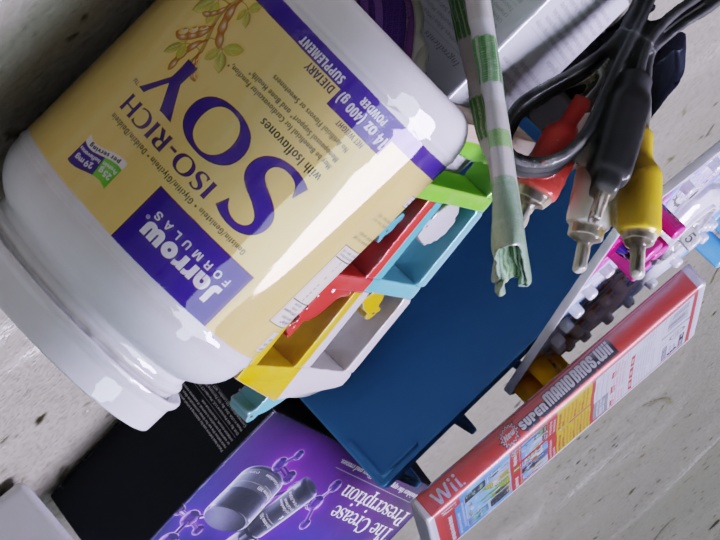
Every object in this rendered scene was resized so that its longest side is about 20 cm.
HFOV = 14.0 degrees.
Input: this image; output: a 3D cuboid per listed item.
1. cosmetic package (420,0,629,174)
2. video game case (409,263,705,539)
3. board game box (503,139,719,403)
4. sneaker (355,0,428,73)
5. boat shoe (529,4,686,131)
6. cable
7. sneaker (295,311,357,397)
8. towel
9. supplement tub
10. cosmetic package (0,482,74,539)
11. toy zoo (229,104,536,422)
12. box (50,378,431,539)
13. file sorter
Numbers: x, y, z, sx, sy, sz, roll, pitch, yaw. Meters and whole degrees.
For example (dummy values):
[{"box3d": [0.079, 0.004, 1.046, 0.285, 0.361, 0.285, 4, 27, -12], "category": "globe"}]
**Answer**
[{"box3d": [0.037, -0.102, 1.509, 0.200, 0.071, 0.101, -45, 162, 3], "category": "cosmetic package"}, {"box3d": [0.110, 0.081, 1.640, 0.200, 0.017, 0.143, -41, 168, -6], "category": "video game case"}, {"box3d": [0.181, -0.020, 1.624, 0.200, 0.026, 0.200, -37, 167, -30], "category": "board game box"}, {"box3d": [-0.045, -0.068, 1.411, 0.200, 0.081, 0.083, -52, 133, -6], "category": "sneaker"}, {"box3d": [0.146, -0.084, 1.779, 0.093, 0.075, 0.200, -37, 165, -20], "category": "boat shoe"}, {"box3d": [0.130, -0.098, 1.497, 0.050, 0.097, 0.201, 117, -6, -69], "category": "cable"}, {"box3d": [-0.055, 0.012, 1.549, 0.079, 0.079, 0.200, -49, 158, 7], "category": "sneaker"}, {"box3d": [0.054, -0.097, 1.365, 0.023, 0.201, 0.153, -8, 171, 3], "category": "towel"}, {"box3d": [-0.067, -0.042, 1.301, 0.200, 0.145, 0.145, -45, 162, 3], "category": "supplement tub"}, {"box3d": [-0.208, 0.260, 1.650, 0.200, 0.165, 0.165, -39, 163, -14], "category": "cosmetic package"}, {"box3d": [0.000, 0.000, 1.494, 0.200, 0.020, 0.131, -51, 160, 12], "category": "toy zoo"}, {"box3d": [-0.065, 0.132, 1.736, 0.141, 0.079, 0.200, -44, 147, 11], "category": "box"}, {"box3d": [0.049, 0.011, 1.689, 0.200, 0.139, 0.123, -44, 165, 2], "category": "file sorter"}]
